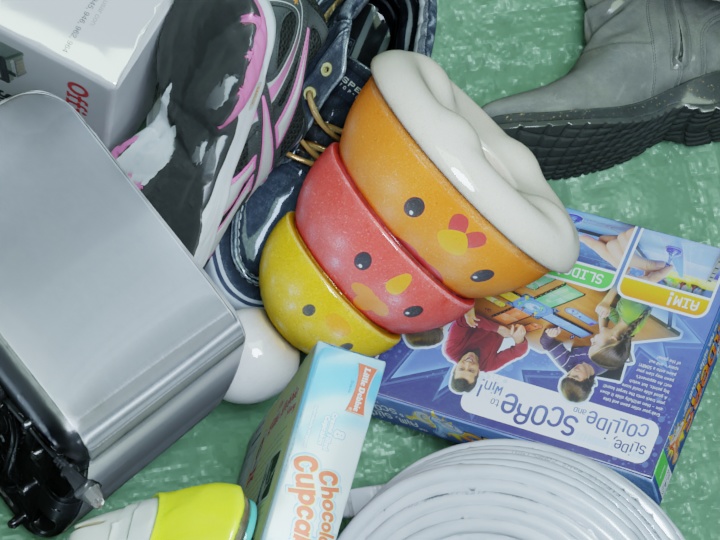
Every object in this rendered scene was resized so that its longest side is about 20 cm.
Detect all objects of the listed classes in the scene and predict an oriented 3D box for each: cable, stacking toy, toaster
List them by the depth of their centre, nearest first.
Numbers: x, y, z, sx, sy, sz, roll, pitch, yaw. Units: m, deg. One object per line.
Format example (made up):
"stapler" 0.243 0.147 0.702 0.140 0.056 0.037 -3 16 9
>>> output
"cable" 0.073 0.184 1.214 0.200 0.069 0.200 -23 85 21
"toaster" -0.157 0.030 1.214 0.119 0.181 0.200 -36 81 -20
"stacking toy" 0.000 0.000 1.260 0.200 0.146 0.146 -44 84 13

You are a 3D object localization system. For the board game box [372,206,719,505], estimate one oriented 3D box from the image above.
"board game box" 0.086 0.030 1.292 0.200 0.034 0.136 17 68 23

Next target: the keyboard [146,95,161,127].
"keyboard" -0.090 -0.060 1.345 0.056 0.011 0.200 4 72 -9

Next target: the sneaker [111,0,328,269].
"sneaker" -0.068 -0.060 1.263 0.086 0.200 0.080 -12 51 -46

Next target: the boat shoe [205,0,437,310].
"boat shoe" -0.023 -0.074 1.312 0.071 0.091 0.201 27 69 -16

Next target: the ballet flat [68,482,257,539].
"ballet flat" -0.116 0.149 1.174 0.067 0.200 0.067 23 56 -15

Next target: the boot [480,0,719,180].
"boot" 0.137 -0.129 1.389 0.200 0.068 0.131 -12 68 -19

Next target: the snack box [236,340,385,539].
"snack box" -0.038 0.117 1.198 0.037 0.200 0.116 18 70 -6

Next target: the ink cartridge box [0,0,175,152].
"ink cartridge box" -0.197 -0.144 1.277 0.200 0.146 0.084 28 70 1
